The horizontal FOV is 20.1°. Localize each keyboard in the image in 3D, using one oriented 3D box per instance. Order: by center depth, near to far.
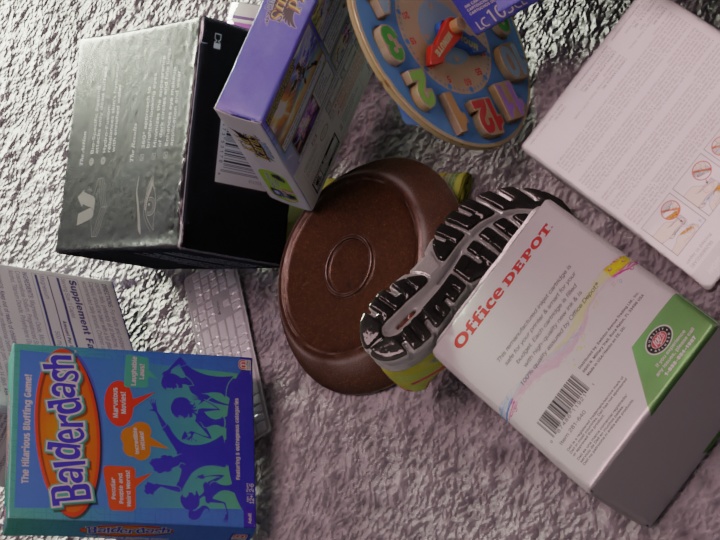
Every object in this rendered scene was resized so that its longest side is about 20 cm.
[{"bbox_3d":[-0.116,0.071,1.756,0.056,0.011,0.200,-34,47,23],"label":"keyboard"}]

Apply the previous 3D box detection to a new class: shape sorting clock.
[{"bbox_3d":[0.066,-0.188,1.603,0.039,0.200,0.200,-24,51,39],"label":"shape sorting clock"}]

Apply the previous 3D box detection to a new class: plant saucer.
[{"bbox_3d":[0.000,0.000,1.653,0.200,0.034,0.201,-16,65,38],"label":"plant saucer"}]

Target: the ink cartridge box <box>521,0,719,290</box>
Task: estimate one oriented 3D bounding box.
[{"bbox_3d":[0.243,-0.098,1.518,0.200,0.050,0.162,41,95,29],"label":"ink cartridge box"}]

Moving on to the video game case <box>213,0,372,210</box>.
[{"bbox_3d":[-0.039,-0.173,1.628,0.045,0.181,0.200,18,75,17],"label":"video game case"}]

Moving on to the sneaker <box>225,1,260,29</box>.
[{"bbox_3d":[-0.054,-0.173,1.812,0.200,0.073,0.115,13,87,48],"label":"sneaker"}]

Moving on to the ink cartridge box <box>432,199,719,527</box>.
[{"bbox_3d":[0.167,0.063,1.446,0.145,0.084,0.200,-53,43,4],"label":"ink cartridge box"}]

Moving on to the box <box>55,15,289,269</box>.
[{"bbox_3d":[-0.159,-0.105,1.773,0.200,0.117,0.197,-1,81,50],"label":"box"}]

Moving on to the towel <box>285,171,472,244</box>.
[{"bbox_3d":[0.007,-0.041,1.707,0.200,0.018,0.086,0,63,43],"label":"towel"}]

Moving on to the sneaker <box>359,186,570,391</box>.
[{"bbox_3d":[0.084,0.016,1.560,0.200,0.090,0.078,-39,53,-14],"label":"sneaker"}]

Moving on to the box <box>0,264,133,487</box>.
[{"bbox_3d":[-0.303,0.091,1.764,0.105,0.200,0.184,-59,37,33],"label":"box"}]

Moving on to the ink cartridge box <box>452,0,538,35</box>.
[{"bbox_3d":[0.140,-0.268,1.606,0.136,0.076,0.200,-27,16,30],"label":"ink cartridge box"}]

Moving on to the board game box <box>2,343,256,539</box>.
[{"bbox_3d":[-0.186,0.141,1.643,0.045,0.199,0.152,119,151,-60],"label":"board game box"}]
